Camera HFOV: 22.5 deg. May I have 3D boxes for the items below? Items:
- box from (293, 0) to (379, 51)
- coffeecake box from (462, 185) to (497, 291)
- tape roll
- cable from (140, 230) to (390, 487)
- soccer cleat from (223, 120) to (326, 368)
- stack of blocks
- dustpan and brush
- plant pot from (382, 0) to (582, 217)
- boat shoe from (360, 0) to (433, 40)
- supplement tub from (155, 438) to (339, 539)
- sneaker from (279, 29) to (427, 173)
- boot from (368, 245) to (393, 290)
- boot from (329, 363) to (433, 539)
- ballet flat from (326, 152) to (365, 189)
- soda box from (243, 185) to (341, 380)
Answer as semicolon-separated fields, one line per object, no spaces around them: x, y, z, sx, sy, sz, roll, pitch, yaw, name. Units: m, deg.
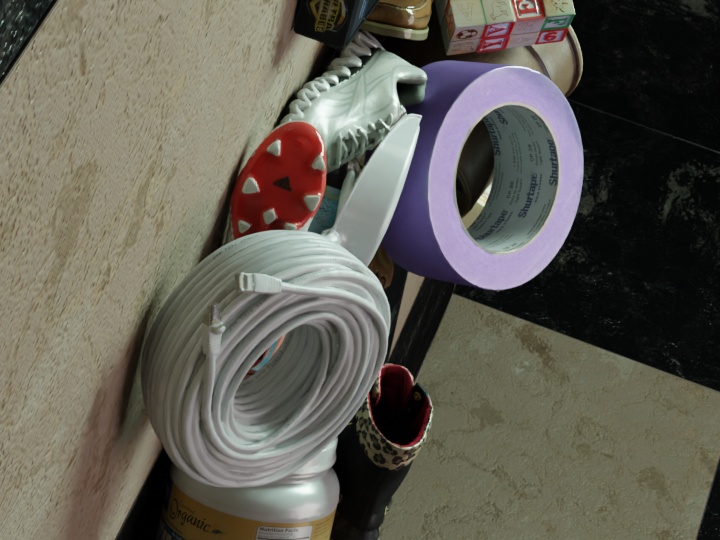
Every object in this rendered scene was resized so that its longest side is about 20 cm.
0.018;-0.300;1.395;0.199;0.050;0.200;-59;168;-53;box
0.097;-0.074;1.977;0.073;0.153;0.200;-55;-168;13;coffeecake box
0.103;-0.086;1.622;0.200;0.085;0.200;-10;105;-42;tape roll
-0.069;0.066;1.319;0.200;0.069;0.200;-6;126;-45;cable
-0.077;-0.021;1.401;0.085;0.068;0.200;-142;-113;-77;soccer cleat
0.120;-0.309;1.695;0.059;0.115;0.200;107;-26;-70;stack of blocks
-0.010;-0.035;1.442;0.200;0.057;0.140;-77;-169;-55;dustpan and brush
0.083;-0.165;1.766;0.198;0.200;0.200;-56;168;-28;plant pot
0.032;-0.249;1.593;0.200;0.072;0.068;-80;-176;-72;boat shoe
-0.098;0.220;1.527;0.145;0.144;0.200;-46;150;-73;supplement tub
-0.011;-0.124;1.502;0.200;0.081;0.075;-54;166;-40;sneaker
0.000;0.000;1.633;0.074;0.075;0.200;-37;-167;15;boot
0.010;0.140;1.590;0.200;0.073;0.151;-84;-167;-50;boot
-0.005;-0.113;1.654;0.068;0.068;0.200;-63;171;-49;ballet flat
-0.073;0.017;1.518;0.068;0.063;0.200;100;13;-56;soda box
